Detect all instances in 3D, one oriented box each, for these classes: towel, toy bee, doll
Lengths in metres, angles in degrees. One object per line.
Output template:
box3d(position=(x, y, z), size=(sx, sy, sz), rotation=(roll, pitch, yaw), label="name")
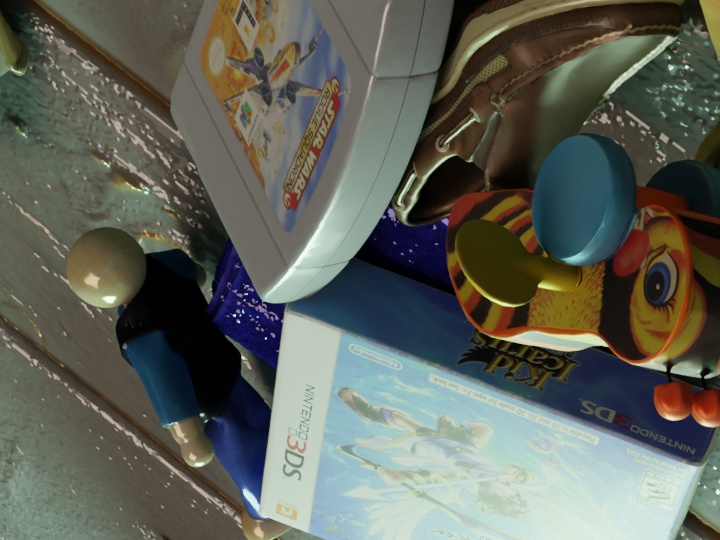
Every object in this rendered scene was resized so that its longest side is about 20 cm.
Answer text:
box3d(position=(0.000, 0.000, 1.137), size=(0.147, 0.050, 0.200), rotation=(38, 145, 10), label="towel")
box3d(position=(0.096, 0.004, 0.861), size=(0.130, 0.109, 0.200), rotation=(6, 164, -13), label="toy bee")
box3d(position=(-0.085, 0.053, 1.223), size=(0.048, 0.137, 0.200), rotation=(-22, 128, 15), label="doll")

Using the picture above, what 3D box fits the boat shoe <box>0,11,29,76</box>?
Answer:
box3d(position=(-0.204, -0.114, 1.215), size=(0.072, 0.076, 0.201), rotation=(52, 136, 41), label="boat shoe")

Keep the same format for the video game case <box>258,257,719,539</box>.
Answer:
box3d(position=(0.055, 0.090, 1.133), size=(0.199, 0.046, 0.182), rotation=(21, 145, 8), label="video game case")

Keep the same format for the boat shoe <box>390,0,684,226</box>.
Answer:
box3d(position=(0.068, -0.063, 0.965), size=(0.202, 0.074, 0.075), rotation=(-25, 72, 62), label="boat shoe")

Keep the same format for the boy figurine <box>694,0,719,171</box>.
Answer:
box3d(position=(0.168, -0.082, 0.868), size=(0.124, 0.064, 0.200), rotation=(36, 143, 7), label="boy figurine")

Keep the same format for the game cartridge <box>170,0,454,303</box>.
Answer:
box3d(position=(-0.023, -0.085, 1.012), size=(0.134, 0.041, 0.200), rotation=(66, 148, 33), label="game cartridge")
